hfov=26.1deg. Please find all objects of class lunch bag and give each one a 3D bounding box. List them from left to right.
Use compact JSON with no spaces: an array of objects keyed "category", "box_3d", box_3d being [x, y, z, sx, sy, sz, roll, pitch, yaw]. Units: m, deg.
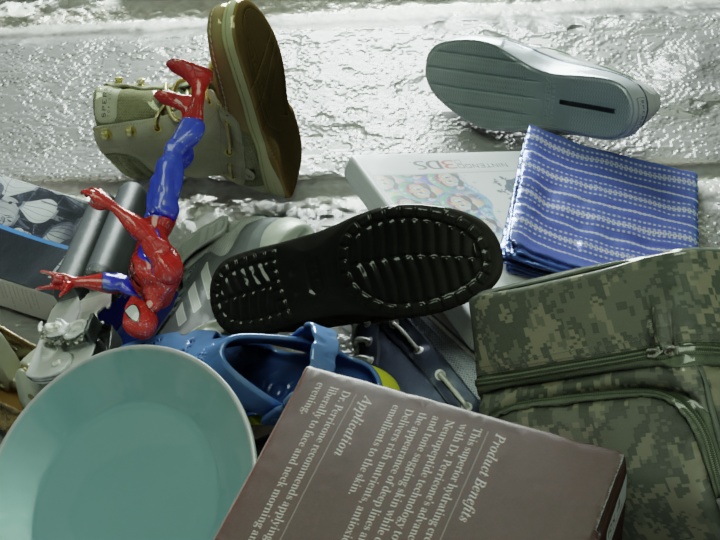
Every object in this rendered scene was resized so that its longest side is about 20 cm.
[{"category":"lunch bag","box_3d":[0.170,0.083,0.933,0.139,0.170,0.199,3,-11,-43]}]

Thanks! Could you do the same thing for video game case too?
[{"category":"video game case","box_3d":[0.108,-0.021,1.123,0.181,0.024,0.200,-4,41,-32]}]

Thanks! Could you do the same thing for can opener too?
[{"category":"can opener","box_3d":[-0.186,0.016,1.094,0.052,0.067,0.201,-16,39,19]}]

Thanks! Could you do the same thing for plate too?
[{"category":"plate","box_3d":[-0.146,0.143,0.944,0.198,0.026,0.202,-11,62,22]}]

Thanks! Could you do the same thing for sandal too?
[{"category":"sandal","box_3d":[-0.076,0.065,0.984,0.198,0.087,0.080,-1,60,15]}]

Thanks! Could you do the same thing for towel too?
[{"category":"towel","box_3d":[0.180,-0.042,1.136,0.143,0.024,0.201,15,34,2]}]

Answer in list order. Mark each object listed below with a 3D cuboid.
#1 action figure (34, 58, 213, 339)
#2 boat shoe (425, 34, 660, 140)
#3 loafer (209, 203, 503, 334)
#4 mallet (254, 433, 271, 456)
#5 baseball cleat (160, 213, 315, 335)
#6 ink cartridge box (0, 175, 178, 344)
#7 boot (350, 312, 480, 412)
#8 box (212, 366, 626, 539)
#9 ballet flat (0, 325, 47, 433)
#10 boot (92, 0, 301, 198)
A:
[{"category":"action figure","box_3d":[-0.159,-0.049,1.047,0.098,0.065,0.202,10,61,-14]},{"category":"boat shoe","box_3d":[0.148,-0.144,1.263,0.199,0.074,0.067,23,22,31]},{"category":"loafer","box_3d":[0.000,0.000,1.034,0.198,0.071,0.074,-7,85,16]},{"category":"mallet","box_3d":[-0.077,0.114,1.024,0.199,0.041,0.066,-26,49,-2]},{"category":"baseball cleat","box_3d":[-0.113,0.033,1.121,0.106,0.070,0.200,14,46,37]},{"category":"ink cartridge box","box_3d":[-0.228,-0.010,1.183,0.198,0.039,0.100,16,49,19]},{"category":"boot","box_3d":[0.017,0.055,1.072,0.090,0.073,0.200,-36,51,-23]},{"category":"box","box_3d":[0.032,0.187,0.881,0.198,0.165,0.166,15,49,19]},{"category":"ballet flat","box_3d":[-0.240,0.075,1.084,0.199,0.066,0.071,20,50,22]},{"category":"boot","box_3d":[-0.133,-0.129,1.178,0.153,0.201,0.073,6,59,13]}]
